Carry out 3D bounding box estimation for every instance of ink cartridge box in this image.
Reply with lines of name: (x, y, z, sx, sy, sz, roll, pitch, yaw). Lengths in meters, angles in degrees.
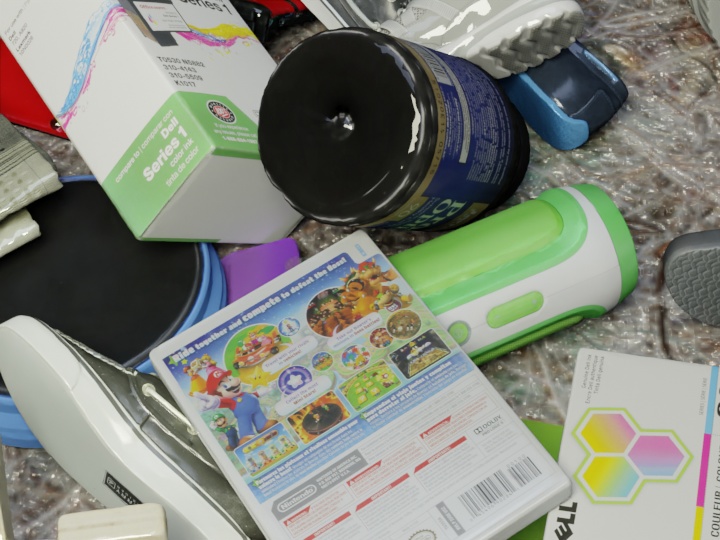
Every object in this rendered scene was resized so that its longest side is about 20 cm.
ink cartridge box: (-0.122, -0.117, 0.980, 0.144, 0.084, 0.201, 0, 48, -56)
ink cartridge box: (0.107, 0.118, 0.828, 0.198, 0.076, 0.149, 8, 48, 11)

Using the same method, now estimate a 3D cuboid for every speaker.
speaker: (0.063, 0.017, 0.919, 0.199, 0.089, 0.089, -22, 49, -15)

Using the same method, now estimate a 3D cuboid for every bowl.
bowl: (-0.183, 0.018, 0.959, 0.199, 0.040, 0.202, -3, 48, 4)

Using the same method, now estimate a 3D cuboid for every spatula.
spatula: (0.000, 0.000, 0.983, 0.198, 0.021, 0.057, -4, 48, -2)

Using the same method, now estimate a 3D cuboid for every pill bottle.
pill bottle: (0.031, -0.080, 0.936, 0.111, 0.113, 0.200, 25, 11, 25)

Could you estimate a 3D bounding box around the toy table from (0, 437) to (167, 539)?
toy table: (-0.187, 0.170, 0.771, 0.198, 0.118, 0.185, -16, 48, -13)

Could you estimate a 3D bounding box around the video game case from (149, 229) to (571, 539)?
video game case: (-0.004, 0.079, 0.810, 0.142, 0.018, 0.200, -30, 56, -14)

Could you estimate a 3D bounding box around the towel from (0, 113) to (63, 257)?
towel: (-0.299, -0.036, 0.994, 0.199, 0.035, 0.192, -36, 40, -12)

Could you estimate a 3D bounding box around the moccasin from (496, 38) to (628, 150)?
moccasin: (0.115, -0.166, 1.102, 0.068, 0.081, 0.201, -31, 65, -11)

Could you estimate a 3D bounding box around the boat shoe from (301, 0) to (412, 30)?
boat shoe: (0.023, -0.188, 1.105, 0.071, 0.068, 0.200, -25, 63, -34)

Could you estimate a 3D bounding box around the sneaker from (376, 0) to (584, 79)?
sneaker: (0.049, -0.157, 1.046, 0.198, 0.075, 0.083, -21, 66, 9)

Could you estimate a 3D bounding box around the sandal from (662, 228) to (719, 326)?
sandal: (0.274, -0.006, 0.942, 0.198, 0.076, 0.043, -2, 47, -13)

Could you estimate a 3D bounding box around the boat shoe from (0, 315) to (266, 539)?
boat shoe: (-0.122, 0.094, 0.857, 0.200, 0.071, 0.064, 44, 50, 10)

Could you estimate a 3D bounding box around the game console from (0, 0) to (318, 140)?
game console: (-0.153, -0.162, 1.147, 0.198, 0.120, 0.172, 17, 19, 18)

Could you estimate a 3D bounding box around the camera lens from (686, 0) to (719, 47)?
camera lens: (0.298, -0.262, 1.115, 0.158, 0.161, 0.201, -5, 47, -1)
